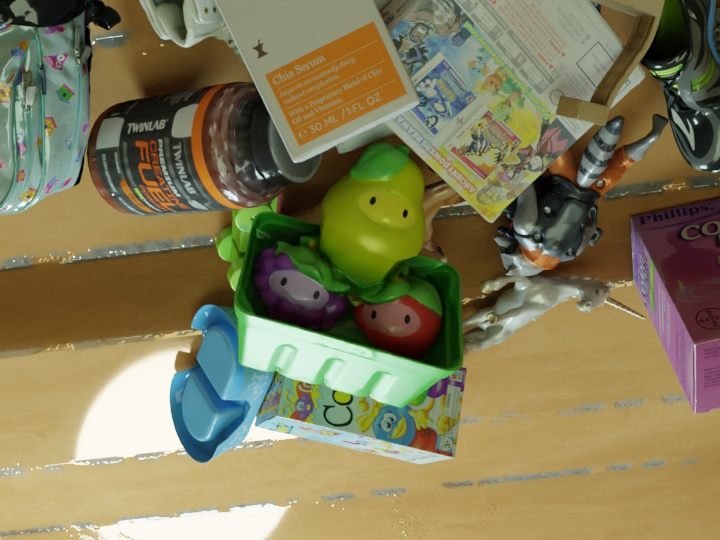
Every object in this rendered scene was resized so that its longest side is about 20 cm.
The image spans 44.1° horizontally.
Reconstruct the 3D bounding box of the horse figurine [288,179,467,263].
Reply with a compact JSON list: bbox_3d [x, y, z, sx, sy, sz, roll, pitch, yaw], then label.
[{"bbox_3d":[0.010,-0.042,0.866,0.200,0.050,0.133,0,154,6],"label":"horse figurine"}]

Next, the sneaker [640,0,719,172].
[{"bbox_3d":[0.274,-0.175,0.767,0.083,0.071,0.200,-34,115,-29],"label":"sneaker"}]

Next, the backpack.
[{"bbox_3d":[-0.295,-0.147,0.715,0.167,0.127,0.200,19,118,20],"label":"backpack"}]

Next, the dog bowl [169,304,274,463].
[{"bbox_3d":[-0.152,0.123,0.979,0.050,0.111,0.200,-8,136,-39],"label":"dog bowl"}]

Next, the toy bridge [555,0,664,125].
[{"bbox_3d":[0.207,-0.213,0.694,0.067,0.027,0.200,6,101,-33],"label":"toy bridge"}]

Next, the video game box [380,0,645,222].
[{"bbox_3d":[0.108,-0.163,0.727,0.182,0.047,0.200,-45,122,10],"label":"video game box"}]

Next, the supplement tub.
[{"bbox_3d":[-0.132,-0.103,0.759,0.200,0.107,0.107,-2,133,34],"label":"supplement tub"}]

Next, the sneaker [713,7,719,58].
[{"bbox_3d":[0.386,-0.160,0.815,0.099,0.070,0.200,-19,128,5],"label":"sneaker"}]

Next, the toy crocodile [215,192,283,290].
[{"bbox_3d":[-0.104,-0.045,0.877,0.062,0.068,0.200,-7,132,-21],"label":"toy crocodile"}]

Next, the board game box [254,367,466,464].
[{"bbox_3d":[0.000,0.139,0.977,0.200,0.103,0.105,16,160,-15],"label":"board game box"}]

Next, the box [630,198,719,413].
[{"bbox_3d":[0.381,0.021,0.869,0.176,0.200,0.097,-12,127,6],"label":"box"}]

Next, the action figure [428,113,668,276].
[{"bbox_3d":[0.173,-0.080,0.846,0.200,0.105,0.194,13,116,-14],"label":"action figure"}]

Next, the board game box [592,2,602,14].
[{"bbox_3d":[0.126,-0.281,0.720,0.151,0.046,0.200,-2,127,-1],"label":"board game box"}]

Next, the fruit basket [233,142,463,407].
[{"bbox_3d":[0.000,0.000,0.771,0.215,0.156,0.216,3,132,3],"label":"fruit basket"}]

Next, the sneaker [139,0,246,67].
[{"bbox_3d":[-0.110,-0.196,0.720,0.074,0.116,0.200,-10,128,38],"label":"sneaker"}]

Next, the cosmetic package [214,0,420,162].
[{"bbox_3d":[-0.045,-0.188,0.631,0.101,0.071,0.200,-26,97,4],"label":"cosmetic package"}]

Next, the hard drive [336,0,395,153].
[{"bbox_3d":[0.007,-0.205,0.721,0.132,0.027,0.200,-21,124,4],"label":"hard drive"}]

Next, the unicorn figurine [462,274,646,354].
[{"bbox_3d":[0.170,0.042,0.938,0.137,0.074,0.200,-7,172,-37],"label":"unicorn figurine"}]
